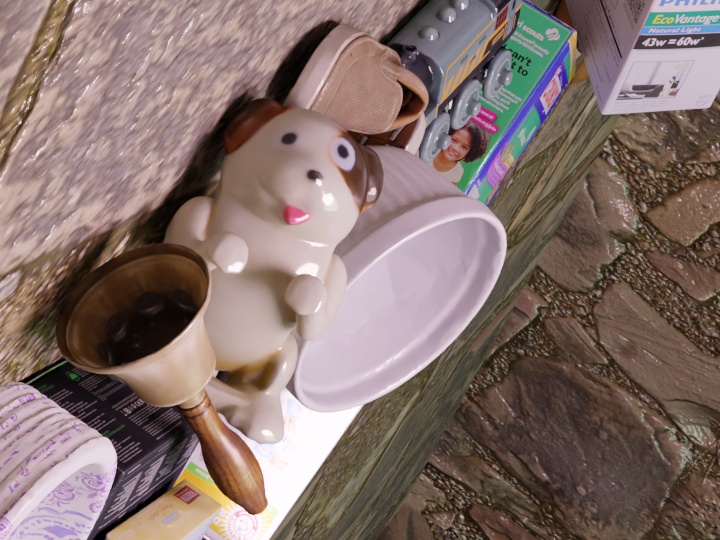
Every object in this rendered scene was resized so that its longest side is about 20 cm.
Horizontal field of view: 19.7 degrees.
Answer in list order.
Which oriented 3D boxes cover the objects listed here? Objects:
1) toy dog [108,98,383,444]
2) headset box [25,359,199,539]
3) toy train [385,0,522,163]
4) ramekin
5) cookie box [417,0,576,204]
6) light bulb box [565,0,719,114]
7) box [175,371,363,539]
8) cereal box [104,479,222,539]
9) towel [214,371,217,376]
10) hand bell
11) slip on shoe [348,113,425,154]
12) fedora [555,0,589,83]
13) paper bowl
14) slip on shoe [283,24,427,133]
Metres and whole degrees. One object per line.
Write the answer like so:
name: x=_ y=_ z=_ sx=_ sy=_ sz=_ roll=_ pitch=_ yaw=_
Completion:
toy dog: x=-0.063 y=-0.013 z=1.397 sx=0.200 sy=0.139 sz=0.194 roll=-60 pitch=-178 yaw=21
headset box: x=-0.203 y=0.164 z=1.386 sx=0.200 sy=0.093 sz=0.174 roll=-60 pitch=171 yaw=20
toy train: x=0.067 y=-0.175 z=1.712 sx=0.200 sy=0.085 sz=0.114 roll=-47 pitch=155 yaw=-40
ramekin: x=0.000 y=0.000 z=1.543 sx=0.200 sy=0.105 sz=0.200 roll=-32 pitch=151 yaw=-20
cookie box: x=0.133 y=-0.155 z=2.071 sx=0.200 sy=0.075 sz=0.171 roll=-57 pitch=170 yaw=-4
light bulb box: x=0.294 y=-0.291 z=2.040 sx=0.125 sy=0.198 sz=0.200 roll=-5 pitch=150 yaw=-15
box: x=-0.092 y=0.141 z=1.764 sx=0.200 sy=0.101 sz=0.112 roll=-55 pitch=-165 yaw=-15
cereal box: x=-0.176 y=0.242 z=1.383 sx=0.200 sy=0.040 sz=0.144 roll=-58 pitch=172 yaw=16
towel: x=-0.162 y=0.107 z=1.609 sx=0.191 sy=0.032 sz=0.200 roll=-61 pitch=171 yaw=19
hand bell: x=-0.102 y=0.088 z=1.320 sx=0.104 sy=0.104 sz=0.200 roll=-52 pitch=135 yaw=-26
slip on shoe: x=-0.020 y=-0.055 z=1.633 sx=0.200 sy=0.076 sz=0.061 roll=-53 pitch=157 yaw=-1
fedora: x=0.279 y=-0.308 z=2.346 sx=0.201 sy=0.082 sz=0.201 roll=-51 pitch=173 yaw=-8
paper bowl: x=-0.234 y=0.151 z=1.149 sx=0.201 sy=0.104 sz=0.201 roll=-54 pitch=171 yaw=-12
slip on shoe: x=0.001 y=-0.130 z=1.507 sx=0.076 sy=0.061 sz=0.200 roll=-57 pitch=171 yaw=9
